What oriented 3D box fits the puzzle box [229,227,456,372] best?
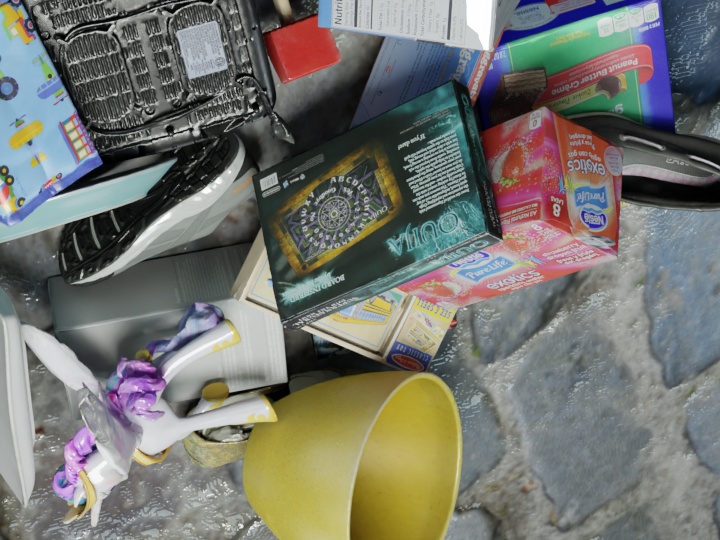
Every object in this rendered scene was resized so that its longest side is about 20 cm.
[{"bbox_3d":[0.000,0.000,1.604,0.199,0.025,0.134,23,97,-28],"label":"puzzle box"}]

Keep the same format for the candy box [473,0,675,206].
[{"bbox_3d":[0.176,-0.141,1.594,0.168,0.077,0.201,-17,130,-3],"label":"candy box"}]

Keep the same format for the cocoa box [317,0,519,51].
[{"bbox_3d":[0.056,-0.259,1.364,0.130,0.200,0.134,9,117,12],"label":"cocoa box"}]

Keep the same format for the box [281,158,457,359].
[{"bbox_3d":[0.011,-0.021,1.661,0.136,0.040,0.201,-14,128,-7],"label":"box"}]

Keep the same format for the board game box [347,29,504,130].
[{"bbox_3d":[0.038,-0.118,1.513,0.019,0.103,0.201,16,99,-49],"label":"board game box"}]

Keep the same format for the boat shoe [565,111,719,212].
[{"bbox_3d":[0.231,-0.087,1.564,0.198,0.057,0.067,4,127,-18],"label":"boat shoe"}]

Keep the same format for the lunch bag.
[{"bbox_3d":[-0.307,-0.128,1.410,0.094,0.199,0.151,-38,118,-28],"label":"lunch bag"}]

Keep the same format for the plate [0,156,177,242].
[{"bbox_3d":[-0.237,-0.051,1.481,0.199,0.200,0.026,-17,97,-2],"label":"plate"}]

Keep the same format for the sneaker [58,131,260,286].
[{"bbox_3d":[-0.169,-0.041,1.578,0.199,0.074,0.079,-31,145,13],"label":"sneaker"}]

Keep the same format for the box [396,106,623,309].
[{"bbox_3d":[0.109,-0.046,1.509,0.095,0.101,0.199,22,154,-36],"label":"box"}]

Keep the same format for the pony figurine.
[{"bbox_3d":[-0.187,0.109,1.545,0.199,0.167,0.194,-31,134,-11],"label":"pony figurine"}]

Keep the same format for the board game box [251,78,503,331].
[{"bbox_3d":[0.010,-0.049,1.477,0.199,0.136,0.028,-23,155,27],"label":"board game box"}]

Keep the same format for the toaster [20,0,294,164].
[{"bbox_3d":[-0.164,-0.184,1.440,0.179,0.119,0.201,-15,128,-3],"label":"toaster"}]

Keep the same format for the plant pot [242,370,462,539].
[{"bbox_3d":[-0.018,0.175,1.638,0.141,0.200,0.201,11,136,30],"label":"plant pot"}]

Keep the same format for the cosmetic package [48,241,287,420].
[{"bbox_3d":[-0.168,0.052,1.639,0.198,0.090,0.108,-7,127,-7],"label":"cosmetic package"}]

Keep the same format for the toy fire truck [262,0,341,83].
[{"bbox_3d":[-0.064,-0.253,1.427,0.048,0.141,0.201,-21,90,-14],"label":"toy fire truck"}]

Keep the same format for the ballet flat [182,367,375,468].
[{"bbox_3d":[-0.072,0.128,1.730,0.198,0.071,0.071,-18,129,2],"label":"ballet flat"}]

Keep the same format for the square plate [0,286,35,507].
[{"bbox_3d":[-0.313,0.062,1.541,0.028,0.198,0.201,-19,132,-25],"label":"square plate"}]
